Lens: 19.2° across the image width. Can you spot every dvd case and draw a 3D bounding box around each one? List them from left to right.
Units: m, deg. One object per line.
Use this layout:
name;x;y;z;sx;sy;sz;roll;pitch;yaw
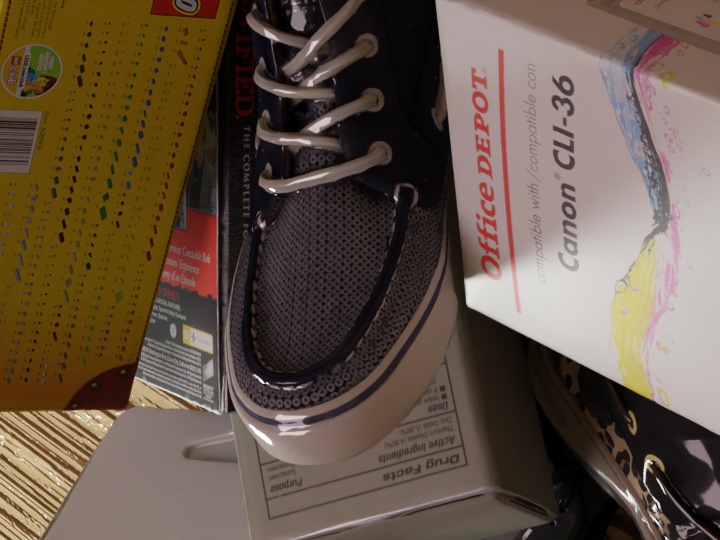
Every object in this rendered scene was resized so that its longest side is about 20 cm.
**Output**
dvd case;-0.071;-0.060;0.744;0.146;0.022;0.200;13;106;60

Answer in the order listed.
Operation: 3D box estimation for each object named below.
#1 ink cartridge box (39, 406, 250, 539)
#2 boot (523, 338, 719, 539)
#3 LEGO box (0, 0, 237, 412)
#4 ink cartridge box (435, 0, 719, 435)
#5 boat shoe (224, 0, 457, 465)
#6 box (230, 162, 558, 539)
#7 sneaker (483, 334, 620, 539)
ink cartridge box;-0.028;0.159;0.912;0.145;0.083;0.200;0;133;32
boot;0.141;0.042;0.698;0.200;0.073;0.151;51;146;29
LEGO box;-0.111;-0.075;0.701;0.149;0.077;0.200;59;139;47
ink cartridge box;0.090;-0.026;0.593;0.200;0.067;0.117;27;140;36
boat shoe;-0.012;-0.044;0.642;0.075;0.200;0.093;-10;133;20
box;0.000;0.000;0.763;0.095;0.078;0.200;-15;72;18
sneaker;0.064;0.066;0.839;0.081;0.074;0.200;2;115;34
